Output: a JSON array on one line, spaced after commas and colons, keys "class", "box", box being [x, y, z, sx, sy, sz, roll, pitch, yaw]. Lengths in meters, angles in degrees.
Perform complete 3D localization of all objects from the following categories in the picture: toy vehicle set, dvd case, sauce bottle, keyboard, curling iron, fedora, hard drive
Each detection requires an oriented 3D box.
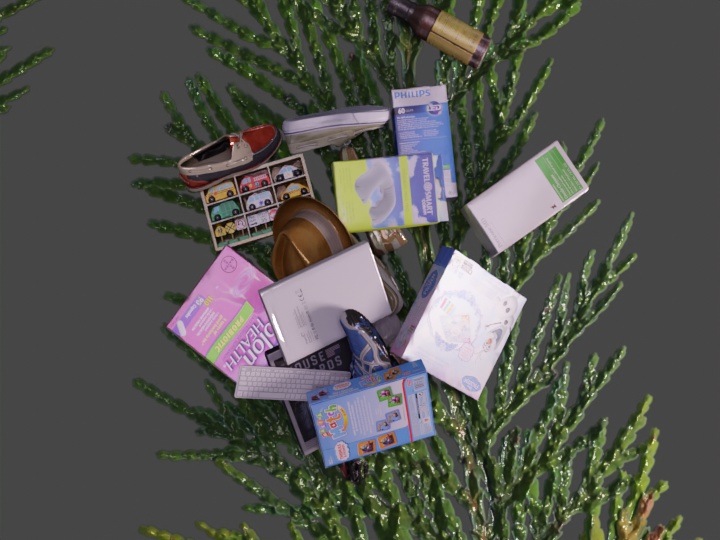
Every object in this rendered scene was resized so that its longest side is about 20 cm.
[{"class": "toy vehicle set", "box": [-0.181, -0.121, 1.612, 0.197, 0.027, 0.126, -17, 86, -2]}, {"class": "dvd case", "box": [-0.065, 0.197, 1.534, 0.148, 0.025, 0.203, -24, 112, -15]}, {"class": "sauce bottle", "box": [0.141, -0.439, 1.623, 0.198, 0.065, 0.065, 31, 86, 1]}, {"class": "keyboard", "box": [-0.111, 0.190, 1.493, 0.197, 0.011, 0.057, 6, 101, -23]}, {"class": "curling iron", "box": [-0.038, 0.288, 1.539, 0.049, 0.026, 0.202, -26, 114, -1]}, {"class": "fedora", "box": [-0.096, -0.022, 1.528, 0.202, 0.200, 0.082, 51, 43, 4]}, {"class": "hard drive", "box": [-0.056, 0.052, 1.476, 0.197, 0.027, 0.134, -25, 109, -14]}]

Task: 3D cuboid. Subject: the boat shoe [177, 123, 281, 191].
[{"class": "boat shoe", "box": [-0.231, -0.210, 1.589, 0.198, 0.063, 0.072, -28, 59, -9]}]

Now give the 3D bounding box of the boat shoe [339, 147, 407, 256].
[{"class": "boat shoe", "box": [0.027, -0.131, 1.592, 0.075, 0.072, 0.203, -22, 96, 10]}]

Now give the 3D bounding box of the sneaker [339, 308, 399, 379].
[{"class": "sneaker", "box": [0.013, 0.151, 1.484, 0.076, 0.076, 0.202, -28, 117, 6]}]

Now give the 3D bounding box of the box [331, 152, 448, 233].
[{"class": "box", "box": [0.053, -0.133, 1.541, 0.196, 0.048, 0.125, -6, 93, -5]}]

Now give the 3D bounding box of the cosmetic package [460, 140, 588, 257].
[{"class": "cosmetic package", "box": [0.288, -0.124, 1.589, 0.199, 0.085, 0.108, -36, 88, -5]}]

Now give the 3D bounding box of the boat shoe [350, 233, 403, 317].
[{"class": "boat shoe", "box": [0.000, 0.000, 1.582, 0.075, 0.068, 0.201, -41, 78, 17]}]

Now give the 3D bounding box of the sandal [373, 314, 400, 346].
[{"class": "sandal", "box": [-0.017, 0.140, 1.585, 0.200, 0.050, 0.084, -27, 101, -15]}]

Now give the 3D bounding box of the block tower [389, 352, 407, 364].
[{"class": "block tower", "box": [0.085, 0.141, 1.580, 0.057, 0.054, 0.202, 34, 85, 3]}]

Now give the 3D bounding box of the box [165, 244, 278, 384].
[{"class": "box", "box": [-0.203, 0.089, 1.560, 0.199, 0.097, 0.177, 38, 86, 2]}]

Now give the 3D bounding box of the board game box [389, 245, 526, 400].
[{"class": "board game box", "box": [0.171, 0.092, 1.539, 0.199, 0.043, 0.201, 31, 83, -34]}]

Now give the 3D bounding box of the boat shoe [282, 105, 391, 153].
[{"class": "boat shoe", "box": [-0.041, -0.255, 1.613, 0.196, 0.072, 0.063, -8, 110, 2]}]

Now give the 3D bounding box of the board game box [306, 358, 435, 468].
[{"class": "board game box", "box": [0.020, 0.238, 1.480, 0.196, 0.037, 0.153, -16, 127, -7]}]

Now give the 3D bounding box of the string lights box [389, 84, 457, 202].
[{"class": "string lights box", "box": [0.112, -0.223, 1.607, 0.101, 0.059, 0.204, -5, 85, -1]}]
